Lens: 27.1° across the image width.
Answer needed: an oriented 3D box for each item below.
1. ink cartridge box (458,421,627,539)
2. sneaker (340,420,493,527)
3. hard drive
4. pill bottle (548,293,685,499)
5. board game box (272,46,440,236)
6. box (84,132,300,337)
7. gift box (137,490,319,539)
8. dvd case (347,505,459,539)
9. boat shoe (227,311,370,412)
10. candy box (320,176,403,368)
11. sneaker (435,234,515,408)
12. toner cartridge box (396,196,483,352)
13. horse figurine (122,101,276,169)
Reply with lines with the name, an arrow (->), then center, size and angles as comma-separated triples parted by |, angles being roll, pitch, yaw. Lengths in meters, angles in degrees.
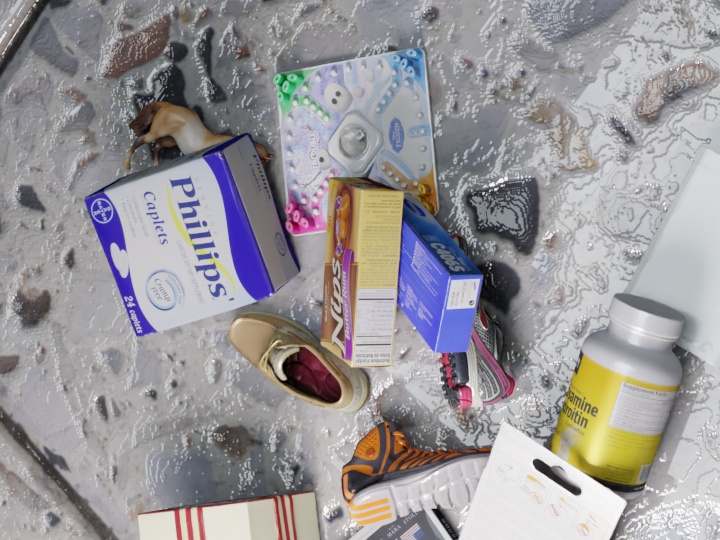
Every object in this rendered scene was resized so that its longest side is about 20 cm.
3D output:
ink cartridge box -> 0.200, 0.268, 1.626 | 0.161, 0.050, 0.202 | 32, 127, 22
sneaker -> 0.071, 0.215, 1.712 | 0.197, 0.078, 0.113 | -11, 40, -6
hard drive -> 0.380, -0.015, 1.618 | 0.131, 0.026, 0.202 | 30, 99, 22
pill bottle -> 0.278, 0.133, 1.598 | 0.111, 0.112, 0.203 | 21, 103, 22
board game box -> -0.009, -0.154, 1.791 | 0.197, 0.026, 0.203 | -7, 86, 23
box -> -0.201, -0.042, 1.802 | 0.198, 0.105, 0.186 | -17, 99, 21
gift box -> -0.137, 0.361, 1.735 | 0.198, 0.184, 0.190 | -10, 83, 33
dvd case -> 0.069, 0.373, 1.736 | 0.150, 0.025, 0.201 | -41, 74, 16
boat shoe -> -0.082, 0.105, 1.789 | 0.198, 0.066, 0.075 | 25, 97, 22
candy box -> 0.000, 0.000, 1.715 | 0.056, 0.117, 0.203 | 1, 100, -21
sneaker -> 0.123, 0.058, 1.706 | 0.074, 0.081, 0.203 | -4, 73, -13
toner cartridge box -> 0.072, 0.001, 1.665 | 0.200, 0.043, 0.096 | -125, 41, -55
horse figurine -> -0.216, -0.148, 1.869 | 0.200, 0.050, 0.133 | 41, 110, 17
